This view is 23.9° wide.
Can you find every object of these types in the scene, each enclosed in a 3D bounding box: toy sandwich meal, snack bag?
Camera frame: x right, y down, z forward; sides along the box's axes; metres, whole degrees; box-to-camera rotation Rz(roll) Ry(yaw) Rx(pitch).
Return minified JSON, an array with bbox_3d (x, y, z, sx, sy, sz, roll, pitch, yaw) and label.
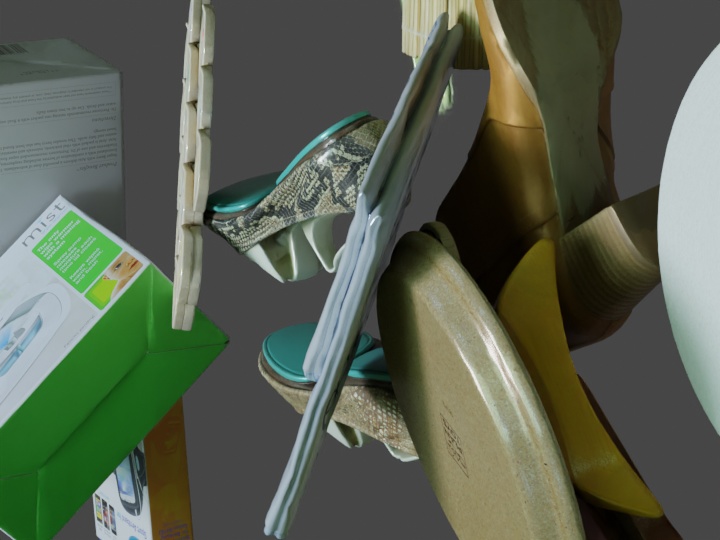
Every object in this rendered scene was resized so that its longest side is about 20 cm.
[{"bbox_3d":[0.075,0.070,0.752,0.205,0.070,0.207,158,90,-78],"label":"toy sandwich meal"},{"bbox_3d":[0.000,0.000,0.814,0.189,0.021,0.201,-69,-2,-54],"label":"snack bag"}]

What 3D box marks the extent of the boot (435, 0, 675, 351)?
[{"bbox_3d":[0.067,-0.060,0.777,0.144,0.070,0.203,-38,70,58],"label":"boot"}]

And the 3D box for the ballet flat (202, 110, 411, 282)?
[{"bbox_3d":[-0.032,-0.032,0.982,0.200,0.068,0.076,-21,97,59],"label":"ballet flat"}]

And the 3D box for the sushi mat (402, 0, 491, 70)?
[{"bbox_3d":[0.045,-0.200,0.831,0.096,0.012,0.202,25,120,57],"label":"sushi mat"}]

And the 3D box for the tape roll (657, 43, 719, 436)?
[{"bbox_3d":[0.185,-0.001,0.617,0.202,0.037,0.204,28,123,55],"label":"tape roll"}]

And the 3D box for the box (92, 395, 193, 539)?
[{"bbox_3d":[-0.173,0.147,1.315,0.119,0.041,0.202,20,118,57],"label":"box"}]

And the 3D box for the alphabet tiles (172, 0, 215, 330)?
[{"bbox_3d":[-0.106,-0.070,1.064,0.196,0.014,0.202,116,156,-69],"label":"alphabet tiles"}]

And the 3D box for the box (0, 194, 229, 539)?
[{"bbox_3d":[-0.219,0.069,1.202,0.097,0.200,0.176,48,171,-35],"label":"box"}]

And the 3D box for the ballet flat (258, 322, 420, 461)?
[{"bbox_3d":[0.002,0.072,0.947,0.200,0.070,0.066,11,123,64],"label":"ballet flat"}]

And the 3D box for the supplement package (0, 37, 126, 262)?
[{"bbox_3d":[-0.256,-0.064,1.311,0.120,0.120,0.202,33,126,54],"label":"supplement package"}]
